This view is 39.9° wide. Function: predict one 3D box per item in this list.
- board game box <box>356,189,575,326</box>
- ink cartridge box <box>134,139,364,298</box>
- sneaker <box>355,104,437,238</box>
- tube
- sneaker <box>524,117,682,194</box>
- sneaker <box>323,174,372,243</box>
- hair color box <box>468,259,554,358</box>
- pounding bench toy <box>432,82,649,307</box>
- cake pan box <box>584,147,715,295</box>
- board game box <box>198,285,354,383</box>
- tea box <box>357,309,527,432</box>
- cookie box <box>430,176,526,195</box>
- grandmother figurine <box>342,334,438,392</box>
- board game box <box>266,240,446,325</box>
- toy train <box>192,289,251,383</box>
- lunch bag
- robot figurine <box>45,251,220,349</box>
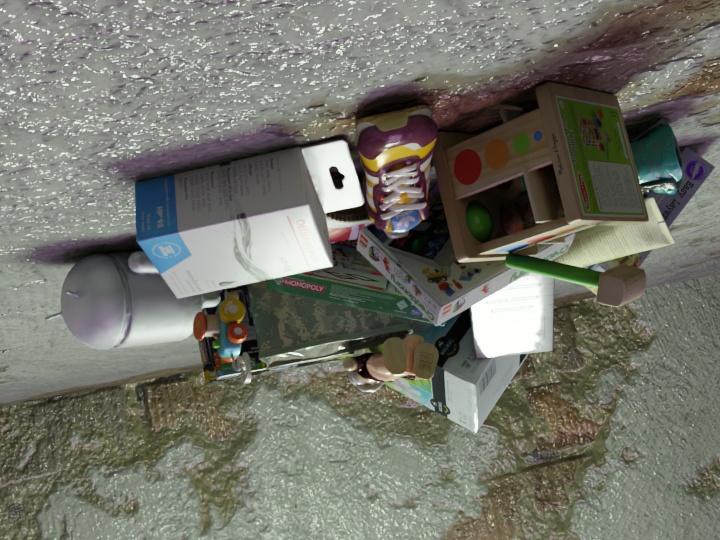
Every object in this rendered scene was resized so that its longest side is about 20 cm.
[{"bbox_3d":[0.112,-0.032,1.038,0.200,0.126,0.035,-26,146,-31],"label":"board game box"},{"bbox_3d":[-0.097,-0.046,0.928,0.200,0.067,0.116,-12,149,5],"label":"ink cartridge box"},{"bbox_3d":[0.037,-0.084,0.897,0.075,0.090,0.200,-12,172,1],"label":"sneaker"},{"bbox_3d":[0.267,-0.031,1.189,0.200,0.052,0.058,-18,170,28],"label":"tube"},{"bbox_3d":[0.278,-0.111,1.058,0.200,0.084,0.121,-15,-179,-40],"label":"sneaker"},{"bbox_3d":[-0.012,-0.054,1.093,0.200,0.071,0.112,8,157,-44],"label":"sneaker"},{"bbox_3d":[0.177,0.028,1.178,0.100,0.061,0.200,-7,146,5],"label":"hair color box"},{"bbox_3d":[0.167,-0.049,0.930,0.156,0.200,0.124,-20,168,42],"label":"pounding bench toy"},{"bbox_3d":[0.376,-0.060,1.317,0.200,0.052,0.184,-52,173,-4],"label":"cake pan box"},{"bbox_3d":[-0.122,0.052,1.326,0.200,0.166,0.057,-7,168,-27],"label":"board game box"},{"bbox_3d":[0.125,0.074,1.362,0.197,0.200,0.134,25,150,25],"label":"tea box"},{"bbox_3d":[0.178,-0.070,1.229,0.200,0.075,0.171,-10,170,-13],"label":"cookie box"},{"bbox_3d":[0.034,0.119,1.250,0.121,0.061,0.200,20,165,-15],"label":"grandmother figurine"},{"bbox_3d":[0.000,0.000,1.136,0.200,0.029,0.135,12,-153,-4],"label":"board game box"},{"bbox_3d":[-0.155,0.022,1.129,0.056,0.200,0.150,1,-167,-17],"label":"toy train"},{"bbox_3d":[-0.039,0.021,1.243,0.200,0.164,0.118,-11,167,-2],"label":"lunch bag"},{"bbox_3d":[-0.269,0.033,1.185,0.200,0.113,0.170,-5,142,-40],"label":"robot figurine"}]
